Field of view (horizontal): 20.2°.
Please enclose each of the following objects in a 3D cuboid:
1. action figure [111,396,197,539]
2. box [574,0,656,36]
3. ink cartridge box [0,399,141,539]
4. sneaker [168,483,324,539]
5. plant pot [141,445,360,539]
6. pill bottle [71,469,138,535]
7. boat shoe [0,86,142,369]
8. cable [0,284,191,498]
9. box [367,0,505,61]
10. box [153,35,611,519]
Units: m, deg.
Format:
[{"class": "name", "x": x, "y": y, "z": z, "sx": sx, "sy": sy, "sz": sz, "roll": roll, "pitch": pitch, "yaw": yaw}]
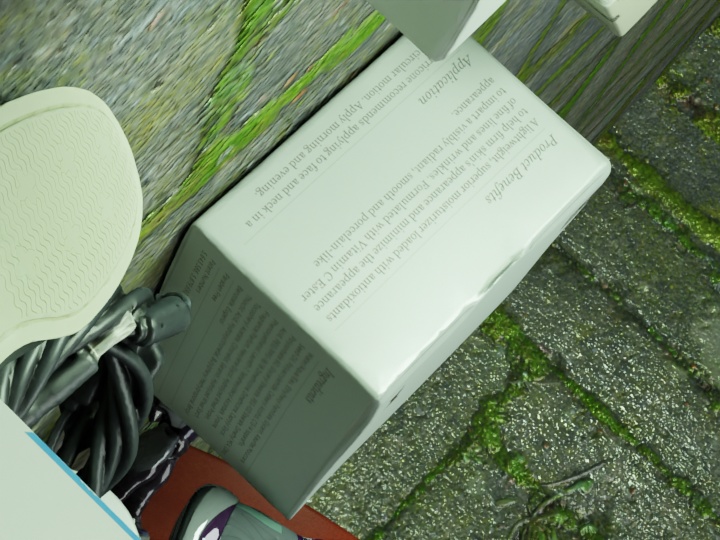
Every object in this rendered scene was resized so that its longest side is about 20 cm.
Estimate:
[{"class": "action figure", "x": -0.124, "y": 0.106, "z": 1.265, "sx": 0.200, "sy": 0.069, "sz": 0.130, "roll": -50, "pitch": 168, "yaw": -6}, {"class": "box", "x": 0.127, "y": -0.178, "z": 1.062, "sx": 0.068, "sy": 0.082, "sz": 0.200, "roll": -48, "pitch": 173, "yaw": 8}, {"class": "ink cartridge box", "x": -0.184, "y": 0.142, "z": 0.671, "sx": 0.200, "sy": 0.129, "sz": 0.125, "roll": -51, "pitch": 173, "yaw": 29}, {"class": "sneaker", "x": -0.084, "y": 0.217, "z": 1.074, "sx": 0.074, "sy": 0.087, "sz": 0.200, "roll": 129, "pitch": -17, "yaw": -70}, {"class": "plant pot", "x": -0.147, "y": 0.236, "z": 1.413, "sx": 0.200, "sy": 0.176, "sz": 0.200, "roll": -51, "pitch": 174, "yaw": 36}, {"class": "pill bottle", "x": -0.180, "y": 0.182, "z": 1.075, "sx": 0.116, "sy": 0.116, "sz": 0.200, "roll": -44, "pitch": 174, "yaw": -30}, {"class": "boat shoe", "x": -0.126, "y": 0.003, "z": 0.566, "sx": 0.067, "sy": 0.072, "sz": 0.200, "roll": -8, "pitch": -156, "yaw": 29}, {"class": "cable", "x": -0.150, "y": 0.092, "z": 0.901, "sx": 0.200, "sy": 0.051, "sz": 0.163, "roll": -56, "pitch": 171, "yaw": 16}, {"class": "box", "x": 0.062, "y": -0.169, "z": 0.505, "sx": 0.200, "sy": 0.097, "sz": 0.124, "roll": -46, "pitch": 175, "yaw": -21}, {"class": "box", "x": 0.000, "y": 0.000, "z": 1.086, "sx": 0.199, "sy": 0.131, "sz": 0.200, "roll": -44, "pitch": 174, "yaw": -29}]
